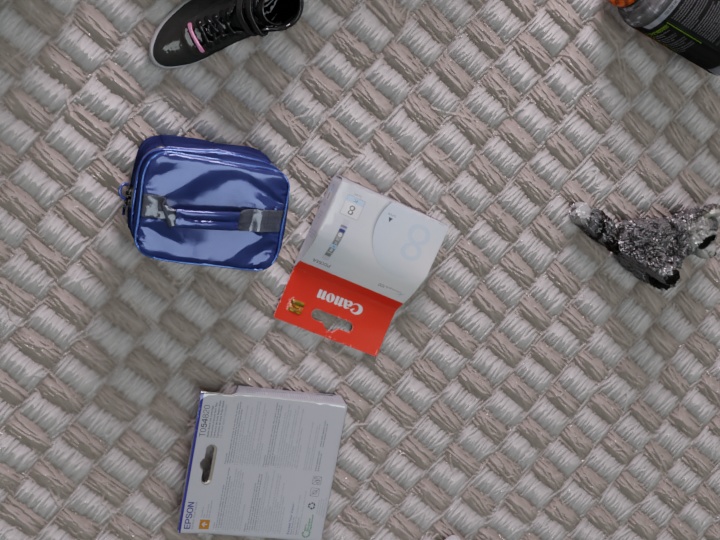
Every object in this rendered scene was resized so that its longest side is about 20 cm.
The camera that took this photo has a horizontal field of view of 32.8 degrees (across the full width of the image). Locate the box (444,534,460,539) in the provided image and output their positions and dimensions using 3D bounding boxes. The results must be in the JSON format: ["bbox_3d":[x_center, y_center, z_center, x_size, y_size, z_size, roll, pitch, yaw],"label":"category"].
[{"bbox_3d":[0.117,0.519,1.670,0.198,0.171,0.201,-32,111,-6],"label":"box"}]

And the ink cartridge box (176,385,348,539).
[{"bbox_3d":[-0.130,0.251,1.595,0.199,0.041,0.201,8,102,-18],"label":"ink cartridge box"}]

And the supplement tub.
[{"bbox_3d":[0.415,-0.342,1.558,0.199,0.123,0.123,24,97,-22],"label":"supplement tub"}]

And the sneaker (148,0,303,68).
[{"bbox_3d":[-0.152,-0.290,1.413,0.199,0.099,0.071,-28,113,-7],"label":"sneaker"}]

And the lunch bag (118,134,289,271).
[{"bbox_3d":[-0.187,-0.081,1.440,0.199,0.132,0.137,5,103,-18],"label":"lunch bag"}]

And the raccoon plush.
[{"bbox_3d":[0.397,-0.069,1.647,0.200,0.097,0.134,38,84,-22],"label":"raccoon plush"}]

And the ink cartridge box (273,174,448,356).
[{"bbox_3d":[0.000,0.000,1.563,0.159,0.047,0.201,22,95,-21],"label":"ink cartridge box"}]
